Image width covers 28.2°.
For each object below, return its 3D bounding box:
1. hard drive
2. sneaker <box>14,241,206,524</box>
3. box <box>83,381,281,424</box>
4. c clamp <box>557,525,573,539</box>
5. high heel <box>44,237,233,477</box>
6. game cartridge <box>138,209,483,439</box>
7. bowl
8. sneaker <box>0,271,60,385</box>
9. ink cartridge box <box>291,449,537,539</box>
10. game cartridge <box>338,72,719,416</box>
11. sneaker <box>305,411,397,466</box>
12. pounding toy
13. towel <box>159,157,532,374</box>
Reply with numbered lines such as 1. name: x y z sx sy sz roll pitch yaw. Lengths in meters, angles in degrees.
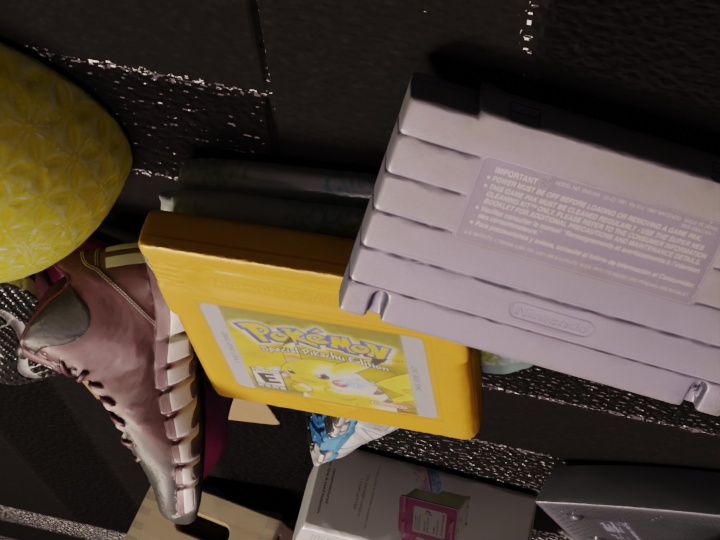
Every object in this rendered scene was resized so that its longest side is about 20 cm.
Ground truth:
1. hard drive: 0.253 0.195 1.137 0.200 0.042 0.135 0 154 28
2. sneaker: -0.160 0.071 0.917 0.115 0.200 0.076 -3 -160 -3
3. box: -0.159 0.070 1.113 0.163 0.021 0.200 8 156 13
4. c clamp: 0.305 0.274 1.313 0.200 0.027 0.171 -4 153 35
5. high heel: -0.154 0.061 0.962 0.067 0.096 0.200 -17 131 38
6. game cartridge: -0.020 0.036 0.820 0.176 0.033 0.200 9 156 12
7. bowl: -0.235 -0.043 0.781 0.200 0.108 0.200 12 157 5
8. sneaker: -0.234 0.018 0.976 0.074 0.080 0.200 -19 156 -6
9. ink cartridge box: 0.046 0.233 1.297 0.200 0.085 0.145 16 158 -2
10. game cartridge: 0.102 -0.011 0.675 0.200 0.038 0.130 16 120 -5
11. sneaker: 0.008 0.094 1.017 0.086 0.075 0.200 -6 169 -11
12. pounding toy: -0.113 0.301 1.524 0.200 0.142 0.184 16 160 25
13. towel: 0.000 0.000 0.822 0.200 0.048 0.171 7 157 17
